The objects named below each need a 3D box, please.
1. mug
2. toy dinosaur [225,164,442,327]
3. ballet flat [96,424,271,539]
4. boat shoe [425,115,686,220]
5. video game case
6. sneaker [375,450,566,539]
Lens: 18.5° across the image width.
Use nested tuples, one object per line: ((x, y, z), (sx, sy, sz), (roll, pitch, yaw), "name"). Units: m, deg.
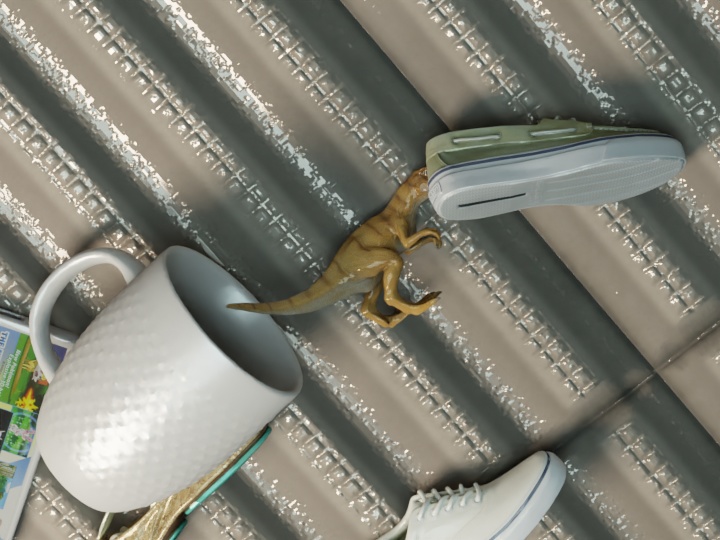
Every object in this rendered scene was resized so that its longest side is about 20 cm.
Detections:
((-0.171, 0.074, 1.675), (0.175, 0.148, 0.200), (-43, 76, 15), "mug")
((0.000, 0.000, 1.693), (0.200, 0.060, 0.106), (-42, 100, -8), "toy dinosaur")
((-0.153, 0.176, 1.753), (0.065, 0.071, 0.200), (41, 101, 2), "ballet flat")
((0.145, -0.087, 1.659), (0.198, 0.072, 0.062), (-7, 65, -10), "boat shoe")
((-0.338, 0.113, 1.754), (0.181, 0.022, 0.201), (19, 107, -6), "video game case")
((0.073, 0.203, 1.755), (0.200, 0.073, 0.071), (-40, 108, 13), "sneaker")
